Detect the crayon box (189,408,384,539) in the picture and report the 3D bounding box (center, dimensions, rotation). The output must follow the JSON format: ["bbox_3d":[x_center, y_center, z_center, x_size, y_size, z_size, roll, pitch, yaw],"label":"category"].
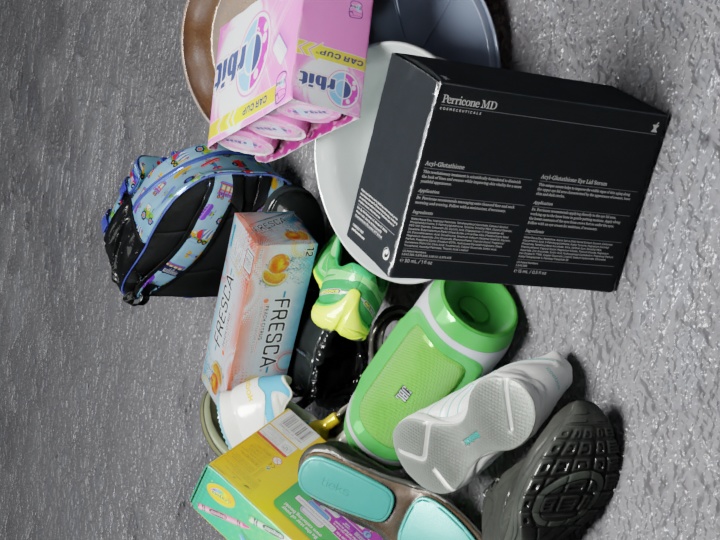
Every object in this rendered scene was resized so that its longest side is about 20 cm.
[{"bbox_3d":[-0.037,0.225,1.236,0.200,0.118,0.059,40,129,17],"label":"crayon box"}]

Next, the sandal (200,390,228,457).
[{"bbox_3d":[-0.110,0.199,1.526,0.057,0.079,0.202,-52,47,21],"label":"sandal"}]

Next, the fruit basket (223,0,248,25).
[{"bbox_3d":[-0.033,-0.271,1.386,0.156,0.213,0.218,-42,-36,-74],"label":"fruit basket"}]

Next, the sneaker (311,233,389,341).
[{"bbox_3d":[0.000,0.000,1.298,0.084,0.074,0.200,-63,9,16],"label":"sneaker"}]

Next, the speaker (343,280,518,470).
[{"bbox_3d":[0.057,0.087,1.206,0.201,0.088,0.089,-58,40,42],"label":"speaker"}]

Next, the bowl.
[{"bbox_3d":[0.058,-0.094,1.187,0.200,0.090,0.203,13,108,45],"label":"bowl"}]

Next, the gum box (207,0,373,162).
[{"bbox_3d":[-0.066,-0.170,1.204,0.200,0.066,0.115,-15,66,62],"label":"gum box"}]

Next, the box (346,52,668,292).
[{"bbox_3d":[0.106,-0.068,1.013,0.079,0.198,0.142,46,126,53],"label":"box"}]

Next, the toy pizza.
[{"bbox_3d":[0.056,-0.183,1.260,0.199,0.032,0.202,14,109,45],"label":"toy pizza"}]

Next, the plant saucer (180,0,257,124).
[{"bbox_3d":[-0.083,-0.212,1.330,0.199,0.034,0.203,8,105,31],"label":"plant saucer"}]

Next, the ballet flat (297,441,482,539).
[{"bbox_3d":[0.039,0.203,1.205,0.199,0.068,0.068,33,108,11],"label":"ballet flat"}]

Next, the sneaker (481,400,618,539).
[{"bbox_3d":[0.130,0.177,1.079,0.091,0.075,0.201,-119,44,-55],"label":"sneaker"}]

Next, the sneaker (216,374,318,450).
[{"bbox_3d":[-0.067,0.193,1.382,0.077,0.080,0.201,-96,-18,-62],"label":"sneaker"}]

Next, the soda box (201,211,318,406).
[{"bbox_3d":[-0.101,0.042,1.380,0.064,0.068,0.202,53,136,47],"label":"soda box"}]

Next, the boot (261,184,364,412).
[{"bbox_3d":[-0.050,0.031,1.422,0.162,0.073,0.200,-136,48,-57],"label":"boot"}]

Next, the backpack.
[{"bbox_3d":[-0.174,-0.066,1.549,0.201,0.181,0.135,-55,48,39],"label":"backpack"}]

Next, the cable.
[{"bbox_3d":[0.009,0.132,1.307,0.201,0.097,0.050,-55,4,21],"label":"cable"}]

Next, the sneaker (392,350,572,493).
[{"bbox_3d":[0.100,0.122,1.130,0.200,0.080,0.071,-35,84,51],"label":"sneaker"}]
